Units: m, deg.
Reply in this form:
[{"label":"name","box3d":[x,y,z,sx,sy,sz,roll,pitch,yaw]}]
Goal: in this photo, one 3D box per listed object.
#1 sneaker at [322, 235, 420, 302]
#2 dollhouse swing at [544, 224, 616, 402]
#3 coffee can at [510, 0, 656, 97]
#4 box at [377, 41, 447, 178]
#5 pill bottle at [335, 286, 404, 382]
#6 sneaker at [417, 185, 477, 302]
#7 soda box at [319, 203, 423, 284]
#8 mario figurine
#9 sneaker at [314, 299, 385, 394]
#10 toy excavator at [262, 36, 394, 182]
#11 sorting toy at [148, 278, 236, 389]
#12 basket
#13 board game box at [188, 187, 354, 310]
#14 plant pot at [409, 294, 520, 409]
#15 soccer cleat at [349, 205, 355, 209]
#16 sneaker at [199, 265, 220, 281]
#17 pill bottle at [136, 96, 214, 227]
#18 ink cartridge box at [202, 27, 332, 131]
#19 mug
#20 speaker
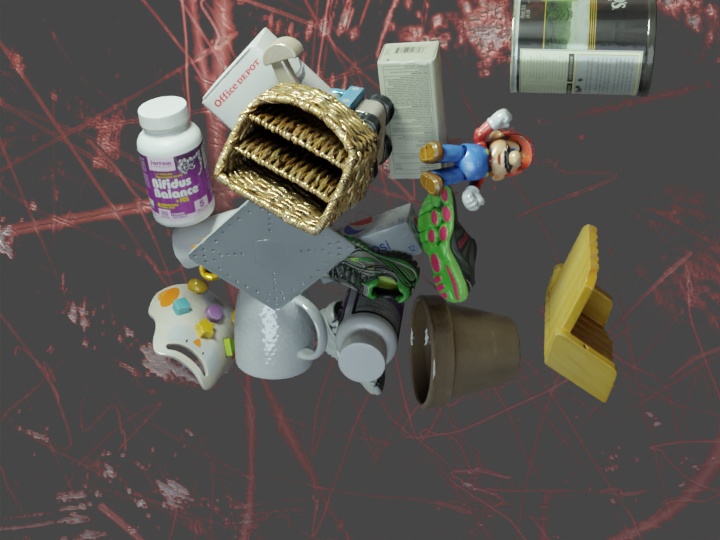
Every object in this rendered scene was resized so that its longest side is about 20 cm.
[{"label":"sneaker","box3d":[0.000,0.000,1.733,0.196,0.086,0.079,11,126,5]},{"label":"dollhouse swing","box3d":[0.394,0.061,1.698,0.180,0.201,0.176,32,123,-10]},{"label":"coffee can","box3d":[0.319,-0.328,1.488,0.196,0.147,0.148,3,124,10]},{"label":"box","box3d":[0.085,-0.251,1.630,0.093,0.078,0.203,1,123,11]},{"label":"pill bottle","box3d":[0.015,0.102,1.803,0.109,0.201,0.113,4,123,7]},{"label":"sneaker","box3d":[0.153,-0.049,1.760,0.076,0.083,0.203,1,109,35]},{"label":"soda box","box3d":[0.010,-0.046,1.791,0.197,0.064,0.069,-18,120,23]},{"label":"mario figurine","box3d":[0.195,-0.173,1.604,0.197,0.107,0.124,-14,145,-27]},{"label":"sneaker","box3d":[-0.021,0.149,1.929,0.080,0.075,0.202,-22,108,33]},{"label":"toy excavator","box3d":[-0.054,-0.244,1.568,0.197,0.100,0.197,12,124,13]},{"label":"sorting toy","box3d":[-0.305,0.130,1.904,0.199,0.181,0.107,39,123,-15]},{"label":"basket","box3d":[-0.089,-0.172,1.487,0.198,0.149,0.144,31,130,17]},{"label":"board game box","box3d":[-0.144,-0.038,1.672,0.199,0.026,0.199,-37,128,27]},{"label":"plant pot","box3d":[0.186,0.139,1.821,0.171,0.201,0.203,-2,125,-8]},{"label":"soccer cleat","box3d":[-0.075,-0.113,1.707,0.070,0.198,0.087,58,143,25]},{"label":"sneaker","box3d":[-0.195,-0.046,1.728,0.078,0.082,0.200,45,114,-5]},{"label":"pill bottle","box3d":[-0.315,-0.185,1.739,0.110,0.113,0.203,0,124,12]},{"label":"ink cartridge box","box3d":[-0.133,-0.267,1.663,0.200,0.083,0.146,41,122,-17]},{"label":"mug","box3d":[-0.137,0.091,1.849,0.198,0.147,0.178,21,121,35]},{"label":"speaker","box3d":[-0.231,-0.064,1.820,0.197,0.082,0.082,-15,119,21]}]
